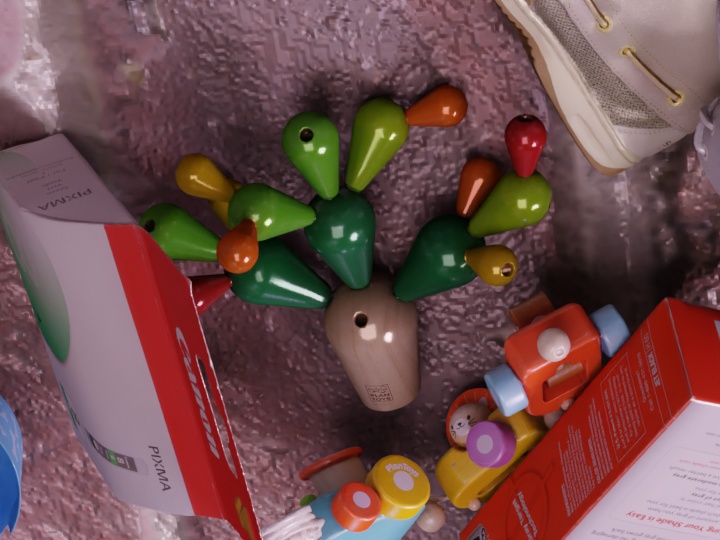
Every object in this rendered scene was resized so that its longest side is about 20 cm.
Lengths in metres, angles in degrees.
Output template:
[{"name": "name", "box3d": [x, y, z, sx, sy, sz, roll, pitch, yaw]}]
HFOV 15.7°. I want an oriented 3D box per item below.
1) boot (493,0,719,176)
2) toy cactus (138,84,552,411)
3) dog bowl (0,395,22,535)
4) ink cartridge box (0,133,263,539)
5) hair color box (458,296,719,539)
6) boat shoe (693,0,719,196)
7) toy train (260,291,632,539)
[{"name": "boot", "box3d": [0.130, -0.148, 1.120, 0.154, 0.072, 0.201, -21, 120, 20]}, {"name": "toy cactus", "box3d": [0.000, 0.000, 1.221, 0.198, 0.103, 0.166, -13, 127, 6]}, {"name": "dog bowl", "box3d": [-0.235, 0.132, 1.346, 0.111, 0.050, 0.201, 19, 120, -3]}, {"name": "ink cartridge box", "box3d": [-0.107, 0.043, 1.195, 0.050, 0.200, 0.162, -21, 118, -12]}, {"name": "hair color box", "box3d": [0.137, 0.102, 1.227, 0.101, 0.062, 0.200, 12, 136, -26]}, {"name": "boat shoe", "box3d": [0.176, -0.047, 1.114, 0.068, 0.072, 0.201, 6, 129, 43]}, {"name": "toy train", "box3d": [0.034, 0.075, 1.234, 0.199, 0.056, 0.150, -30, 156, -1]}]
